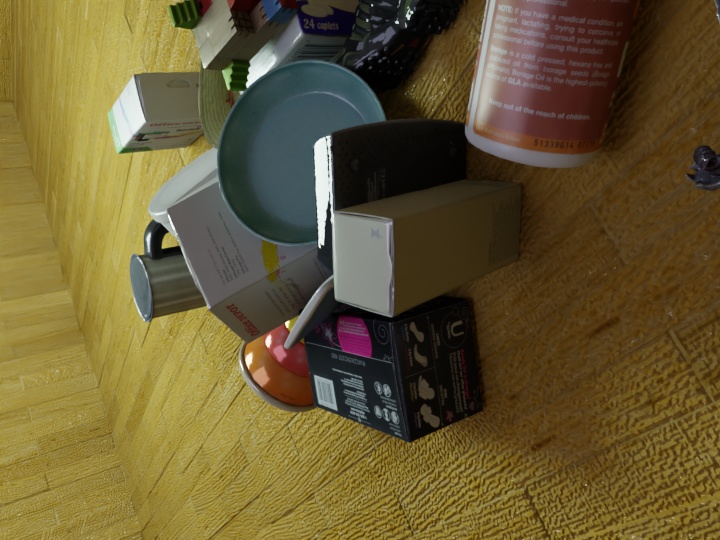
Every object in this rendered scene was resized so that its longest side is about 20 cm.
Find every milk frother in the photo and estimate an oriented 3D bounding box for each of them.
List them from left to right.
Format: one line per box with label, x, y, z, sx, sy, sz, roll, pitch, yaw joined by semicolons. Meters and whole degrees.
milk frother;-0.324;-0.016;1.192;0.199;0.186;0.183;-5;96;56

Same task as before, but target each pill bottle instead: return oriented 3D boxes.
pill bottle;0.149;-0.190;0.498;0.112;0.111;0.202;37;129;45

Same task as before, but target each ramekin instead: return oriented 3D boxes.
ramekin;-0.214;-0.113;1.001;0.201;0.202;0.095;11;141;54

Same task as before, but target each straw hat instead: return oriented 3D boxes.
straw hat;-0.155;-0.267;0.946;0.084;0.201;0.203;11;117;9

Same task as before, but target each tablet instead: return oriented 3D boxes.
tablet;0.000;0.000;0.710;0.014;0.200;0.130;44;141;8

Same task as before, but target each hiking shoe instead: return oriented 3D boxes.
hiking shoe;0.028;-0.269;0.703;0.199;0.075;0.102;-33;64;46

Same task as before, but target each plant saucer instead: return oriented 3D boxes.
plant saucer;-0.060;-0.124;0.712;0.197;0.036;0.203;-2;84;18

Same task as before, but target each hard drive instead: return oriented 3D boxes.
hard drive;0.033;-0.074;0.626;0.042;0.199;0.137;10;108;41

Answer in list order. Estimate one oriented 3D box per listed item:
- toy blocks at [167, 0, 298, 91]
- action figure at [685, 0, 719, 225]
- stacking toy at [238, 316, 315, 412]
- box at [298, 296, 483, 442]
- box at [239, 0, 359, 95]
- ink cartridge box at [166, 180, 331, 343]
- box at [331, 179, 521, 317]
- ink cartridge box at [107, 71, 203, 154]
toy blocks;-0.142;-0.327;0.735;0.136;0.099;0.202;-27;78;44
action figure;0.264;-0.089;0.400;0.129;0.069;0.203;1;104;51
stacking toy;-0.071;0.089;0.938;0.201;0.145;0.147;-54;54;25
box;0.031;0.102;0.767;0.199;0.114;0.134;2;103;57
box;-0.094;-0.343;0.819;0.183;0.104;0.203;-19;85;56
ink cartridge box;-0.103;-0.035;0.804;0.146;0.198;0.148;59;175;23
box;0.066;-0.028;0.588;0.068;0.199;0.083;13;111;41
ink cartridge box;-0.357;-0.283;1.194;0.199;0.143;0.085;-13;90;56
